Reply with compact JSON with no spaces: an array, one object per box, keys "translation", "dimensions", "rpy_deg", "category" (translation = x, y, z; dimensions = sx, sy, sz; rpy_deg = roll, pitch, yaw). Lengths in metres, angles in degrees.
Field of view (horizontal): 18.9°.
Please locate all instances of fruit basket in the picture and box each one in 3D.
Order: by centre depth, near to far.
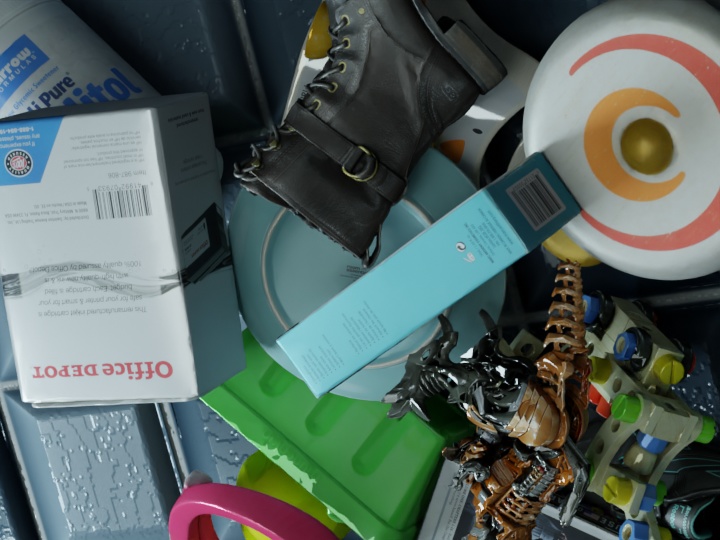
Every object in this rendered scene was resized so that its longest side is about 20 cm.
[{"translation":[-0.038,0.144,1.594],"dimensions":[0.215,0.155,0.216],"rpy_deg":[1,93,19],"category":"fruit basket"}]

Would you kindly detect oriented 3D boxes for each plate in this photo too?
[{"translation":[0.000,0.000,1.470],"dimensions":[0.200,0.026,0.201],"rpy_deg":[5,110,13],"category":"plate"}]

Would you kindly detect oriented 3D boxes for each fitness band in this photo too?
[{"translation":[-0.071,0.211,1.586],"dimensions":[0.143,0.037,0.200],"rpy_deg":[26,153,11],"category":"fitness band"}]

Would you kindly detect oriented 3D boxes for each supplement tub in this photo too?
[{"translation":[-0.212,-0.102,1.608],"dimensions":[0.200,0.132,0.132],"rpy_deg":[43,122,9],"category":"supplement tub"}]

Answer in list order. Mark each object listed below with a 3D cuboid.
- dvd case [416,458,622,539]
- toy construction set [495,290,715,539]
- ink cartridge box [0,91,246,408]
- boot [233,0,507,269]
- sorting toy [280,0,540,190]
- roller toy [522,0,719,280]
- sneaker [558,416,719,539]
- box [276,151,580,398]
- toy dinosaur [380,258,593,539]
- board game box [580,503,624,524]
[{"translation":[0.131,0.230,1.527],"dimensions":[0.200,0.025,0.151],"rpy_deg":[24,115,14],"category":"dvd case"},{"translation":[0.162,0.090,1.456],"dimensions":[0.200,0.092,0.131],"rpy_deg":[40,114,48],"category":"toy construction set"},{"translation":[-0.170,-0.014,1.489],"dimensions":[0.144,0.084,0.201],"rpy_deg":[-3,101,25],"category":"ink cartridge box"},{"translation":[-0.020,-0.121,1.400],"dimensions":[0.200,0.069,0.174],"rpy_deg":[42,91,-4],"category":"boot"},{"translation":[0.046,-0.101,1.484],"dimensions":[0.180,0.107,0.200],"rpy_deg":[22,117,13],"category":"sorting toy"},{"translation":[0.200,-0.092,1.368],"dimensions":[0.200,0.140,0.183],"rpy_deg":[3,108,30],"category":"roller toy"},{"translation":[0.212,0.147,1.480],"dimensions":[0.200,0.079,0.076],"rpy_deg":[6,110,30],"category":"sneaker"},{"translation":[0.041,0.004,1.377],"dimensions":[0.200,0.082,0.049],"rpy_deg":[-37,89,36],"category":"box"},{"translation":[0.105,0.092,1.404],"dimensions":[0.136,0.102,0.200],"rpy_deg":[30,88,35],"category":"toy dinosaur"},{"translation":[0.179,0.266,1.561],"dimensions":[0.158,0.039,0.200],"rpy_deg":[41,121,12],"category":"board game box"}]
